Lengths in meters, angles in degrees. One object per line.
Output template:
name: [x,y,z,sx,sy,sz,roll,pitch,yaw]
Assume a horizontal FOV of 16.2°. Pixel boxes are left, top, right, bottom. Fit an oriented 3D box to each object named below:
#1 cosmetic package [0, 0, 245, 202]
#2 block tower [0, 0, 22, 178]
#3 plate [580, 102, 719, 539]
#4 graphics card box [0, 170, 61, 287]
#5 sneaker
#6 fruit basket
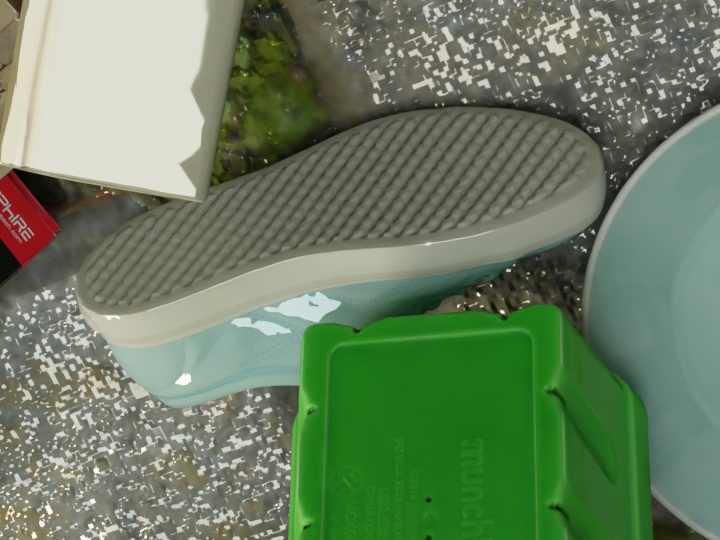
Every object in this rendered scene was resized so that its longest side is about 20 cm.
cosmetic package: [-0.066,-0.132,0.837,0.073,0.104,0.201,10,99,-5]
block tower: [-0.166,-0.123,0.919,0.058,0.054,0.200,-37,100,23]
plate: [0.180,0.020,0.921,0.199,0.026,0.201,4,114,10]
graphics card box: [-0.220,0.004,0.914,0.126,0.200,0.051,51,150,-12]
sneaker: [0.000,0.000,0.937,0.199,0.074,0.082,-13,136,14]
fruit basket: [0.030,0.135,0.897,0.154,0.216,0.217,-5,111,9]
